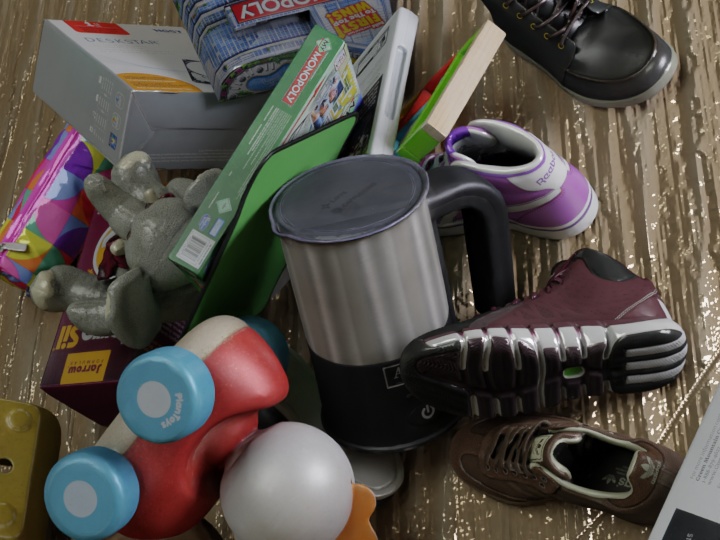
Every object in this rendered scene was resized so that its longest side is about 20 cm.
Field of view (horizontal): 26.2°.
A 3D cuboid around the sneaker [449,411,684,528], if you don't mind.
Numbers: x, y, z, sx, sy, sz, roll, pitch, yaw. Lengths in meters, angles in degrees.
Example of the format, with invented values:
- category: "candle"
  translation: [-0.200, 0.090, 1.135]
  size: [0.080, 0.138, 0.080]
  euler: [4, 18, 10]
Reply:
- category: "sneaker"
  translation: [0.133, 0.123, 1.056]
  size: [0.199, 0.075, 0.071]
  euler: [5, 65, 41]

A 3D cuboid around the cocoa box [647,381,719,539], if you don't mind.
- category: "cocoa box"
  translation: [0.260, 0.159, 0.888]
  size: [0.133, 0.131, 0.201]
  euler: [16, 73, 44]

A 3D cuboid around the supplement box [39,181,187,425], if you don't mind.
- category: "supplement box"
  translation: [-0.196, 0.029, 1.382]
  size: [0.110, 0.086, 0.201]
  euler: [-7, 58, 36]

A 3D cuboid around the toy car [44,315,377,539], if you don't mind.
- category: "toy car"
  translation: [-0.081, 0.152, 1.087]
  size: [0.200, 0.184, 0.177]
  euler: [41, 105, 9]

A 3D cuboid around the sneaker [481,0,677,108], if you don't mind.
- category: "sneaker"
  translation: [0.157, -0.199, 1.231]
  size: [0.075, 0.106, 0.200]
  euler: [-54, 43, -4]

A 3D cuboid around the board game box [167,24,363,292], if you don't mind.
- category: "board game box"
  translation: [-0.067, -0.072, 1.158]
  size: [0.029, 0.135, 0.201]
  euler: [30, 82, 13]

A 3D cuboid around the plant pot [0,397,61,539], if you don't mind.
- category: "plant pot"
  translation: [-0.340, 0.192, 1.258]
  size: [0.200, 0.195, 0.195]
  euler: [127, 151, -52]

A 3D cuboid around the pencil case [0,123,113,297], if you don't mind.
- category: "pencil case"
  translation: [-0.297, -0.065, 1.532]
  size: [0.088, 0.088, 0.201]
  euler: [20, 75, 45]

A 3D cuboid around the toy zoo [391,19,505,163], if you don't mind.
- category: "toy zoo"
  translation: [0.036, -0.106, 1.256]
  size: [0.200, 0.020, 0.131]
  euler: [-42, 14, 52]

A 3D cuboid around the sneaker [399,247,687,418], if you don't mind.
- category: "sneaker"
  translation: [0.123, 0.039, 1.100]
  size: [0.199, 0.076, 0.116]
  euler: [-3, 39, -2]

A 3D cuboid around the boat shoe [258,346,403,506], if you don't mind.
- category: "boat shoe"
  translation: [-0.044, 0.126, 1.211]
  size: [0.200, 0.074, 0.061]
  euler: [38, 130, 31]

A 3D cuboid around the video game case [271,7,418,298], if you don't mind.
- category: "video game case"
  translation: [-0.020, -0.097, 1.288]
  size: [0.200, 0.023, 0.182]
  euler: [-46, 24, 44]

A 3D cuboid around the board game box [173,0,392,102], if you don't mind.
- category: "board game box"
  translation: [-0.049, -0.227, 1.398]
  size: [0.199, 0.062, 0.200]
  euler: [-15, 53, -16]

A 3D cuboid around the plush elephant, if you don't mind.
- category: "plush elephant"
  translation: [-0.169, -0.019, 1.247]
  size: [0.200, 0.155, 0.165]
  euler: [34, 70, 16]

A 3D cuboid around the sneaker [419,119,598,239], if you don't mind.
- category: "sneaker"
  translation: [0.079, -0.082, 1.213]
  size: [0.200, 0.114, 0.073]
  euler: [2, 65, 41]

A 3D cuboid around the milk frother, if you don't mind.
- category: "milk frother"
  translation: [0.000, 0.000, 1.166]
  size: [0.199, 0.189, 0.180]
  euler: [19, 43, 41]

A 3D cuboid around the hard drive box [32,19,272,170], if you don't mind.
- category: "hard drive box"
  translation: [-0.196, -0.166, 1.456]
  size: [0.200, 0.155, 0.077]
  euler: [37, 122, 46]

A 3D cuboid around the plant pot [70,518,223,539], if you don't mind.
- category: "plant pot"
  translation: [-0.159, 0.283, 1.177]
  size: [0.200, 0.093, 0.202]
  euler: [-21, 50, 27]

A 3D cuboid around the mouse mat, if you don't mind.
- category: "mouse mat"
  translation: [-0.072, -0.023, 1.153]
  size: [0.008, 0.161, 0.201]
  euler: [33, 117, 12]
